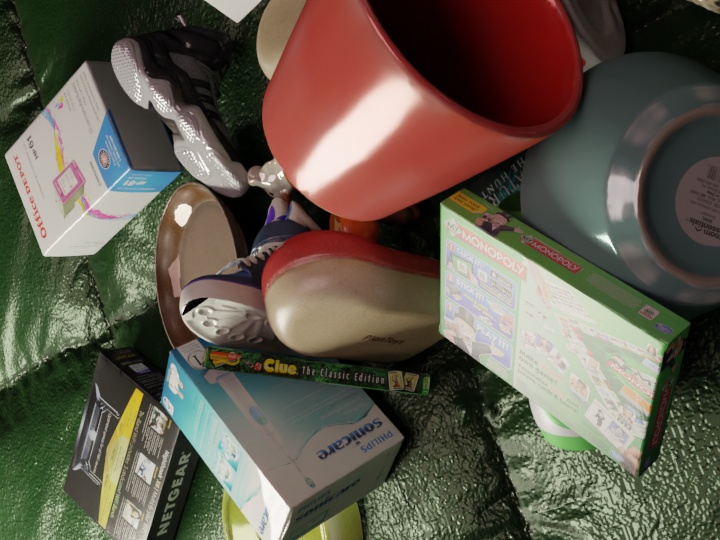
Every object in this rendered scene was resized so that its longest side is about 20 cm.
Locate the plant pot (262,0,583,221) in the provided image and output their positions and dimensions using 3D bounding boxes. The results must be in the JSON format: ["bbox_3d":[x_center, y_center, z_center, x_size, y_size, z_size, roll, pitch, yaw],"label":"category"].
[{"bbox_3d":[0.029,-0.139,0.736,0.177,0.198,0.203,-37,72,48],"label":"plant pot"}]

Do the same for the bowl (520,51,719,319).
[{"bbox_3d":[0.220,-0.053,0.705,0.105,0.197,0.205,-152,62,-79],"label":"bowl"}]

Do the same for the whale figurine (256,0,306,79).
[{"bbox_3d":[-0.015,-0.254,0.960,0.158,0.103,0.203,16,81,57],"label":"whale figurine"}]

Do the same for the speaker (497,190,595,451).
[{"bbox_3d":[0.163,0.037,0.811,0.087,0.088,0.203,0,112,38],"label":"speaker"}]

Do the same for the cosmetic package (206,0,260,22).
[{"bbox_3d":[-0.069,-0.354,0.968,0.199,0.051,0.153,-32,42,36],"label":"cosmetic package"}]

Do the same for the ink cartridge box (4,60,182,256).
[{"bbox_3d":[-0.319,-0.127,1.204,0.199,0.084,0.146,-36,73,36],"label":"ink cartridge box"}]

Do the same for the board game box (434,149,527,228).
[{"bbox_3d":[0.167,-0.047,0.865,0.200,0.028,0.136,-42,69,33],"label":"board game box"}]

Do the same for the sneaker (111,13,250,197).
[{"bbox_3d":[-0.159,-0.179,1.064,0.201,0.114,0.075,50,151,-1],"label":"sneaker"}]

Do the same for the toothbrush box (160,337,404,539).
[{"bbox_3d":[-0.078,0.145,0.992,0.200,0.145,0.086,45,139,25],"label":"toothbrush box"}]

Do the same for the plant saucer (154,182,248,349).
[{"bbox_3d":[-0.168,0.007,1.106,0.199,0.032,0.204,6,97,55],"label":"plant saucer"}]

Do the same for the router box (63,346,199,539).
[{"bbox_3d":[-0.269,0.218,1.216,0.156,0.052,0.203,32,113,31],"label":"router box"}]

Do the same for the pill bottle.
[{"bbox_3d":[0.107,-0.180,0.846,0.198,0.113,0.116,-23,80,37],"label":"pill bottle"}]

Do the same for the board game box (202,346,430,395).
[{"bbox_3d":[-0.044,0.091,0.926,0.105,0.197,0.024,147,130,-77],"label":"board game box"}]

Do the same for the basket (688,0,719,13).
[{"bbox_3d":[0.234,-0.286,0.685,0.160,0.199,0.201,33,114,28],"label":"basket"}]

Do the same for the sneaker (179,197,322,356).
[{"bbox_3d":[-0.095,-0.006,0.963,0.080,0.199,0.149,-29,59,33],"label":"sneaker"}]

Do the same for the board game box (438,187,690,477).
[{"bbox_3d":[0.136,0.042,0.736,0.199,0.029,0.136,36,144,35],"label":"board game box"}]

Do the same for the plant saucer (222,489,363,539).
[{"bbox_3d":[-0.084,0.274,1.090,0.198,0.031,0.204,5,97,38],"label":"plant saucer"}]

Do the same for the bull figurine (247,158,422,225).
[{"bbox_3d":[-0.032,-0.099,0.976,0.198,0.122,0.066,15,66,28],"label":"bull figurine"}]

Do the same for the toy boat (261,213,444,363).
[{"bbox_3d":[0.000,0.000,0.904,0.130,0.198,0.132,-33,61,34],"label":"toy boat"}]
